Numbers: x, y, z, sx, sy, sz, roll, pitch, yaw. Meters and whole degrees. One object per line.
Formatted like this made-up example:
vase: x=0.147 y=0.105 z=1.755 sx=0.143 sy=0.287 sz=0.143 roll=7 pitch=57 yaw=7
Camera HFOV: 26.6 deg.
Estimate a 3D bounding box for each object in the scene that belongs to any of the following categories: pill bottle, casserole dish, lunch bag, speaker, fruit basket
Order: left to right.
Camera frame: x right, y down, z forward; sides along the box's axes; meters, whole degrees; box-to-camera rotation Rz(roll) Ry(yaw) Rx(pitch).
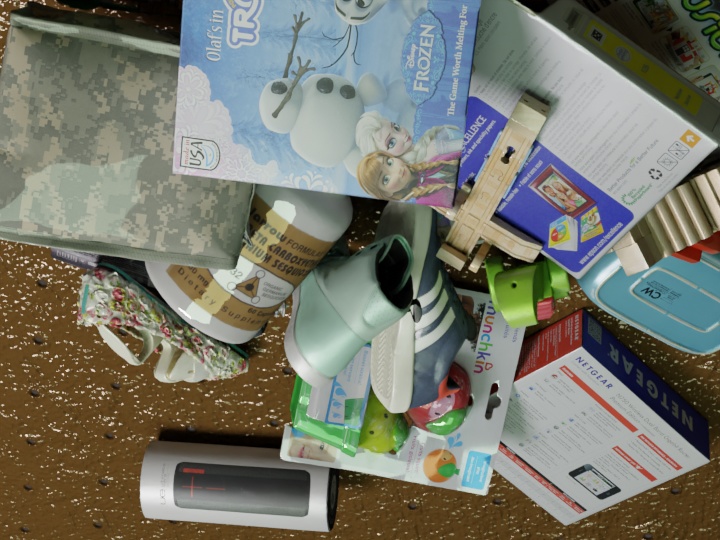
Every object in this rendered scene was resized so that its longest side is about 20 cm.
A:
lunch bag: x=-0.165 y=-0.097 z=1.113 sx=0.197 sy=0.118 sz=0.166 roll=11 pitch=103 yaw=-6
speaker: x=-0.124 y=0.220 z=1.560 sx=0.197 sy=0.082 sz=0.082 roll=4 pitch=135 yaw=7
pill bottle: x=-0.071 y=-0.050 z=1.202 sx=0.114 sy=0.115 sz=0.200 roll=34 pitch=110 yaw=-23
fruit basket: x=0.040 y=0.101 z=1.365 sx=0.197 sy=0.094 sz=0.188 roll=13 pitch=100 yaw=-2
casserole dish: x=0.270 y=0.013 z=1.292 sx=0.198 sy=0.039 sz=0.121 roll=27 pitch=128 yaw=-26

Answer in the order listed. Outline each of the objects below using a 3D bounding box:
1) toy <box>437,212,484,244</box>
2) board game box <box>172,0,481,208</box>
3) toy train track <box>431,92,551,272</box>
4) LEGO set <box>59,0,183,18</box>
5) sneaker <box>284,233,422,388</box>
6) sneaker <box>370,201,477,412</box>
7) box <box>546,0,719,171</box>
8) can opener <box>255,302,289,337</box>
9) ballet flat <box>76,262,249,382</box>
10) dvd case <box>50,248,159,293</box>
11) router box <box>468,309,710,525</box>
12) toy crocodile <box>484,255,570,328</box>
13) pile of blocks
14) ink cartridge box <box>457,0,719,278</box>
toy: x=0.127 y=-0.057 z=1.261 sx=0.197 sy=0.048 sz=0.116 roll=-5 pitch=135 yaw=15
board game box: x=-0.021 y=-0.154 z=1.014 sx=0.196 sy=0.043 sz=0.203 roll=7 pitch=109 yaw=4
toy train track: x=0.093 y=-0.055 z=1.133 sx=0.114 sy=0.033 sz=0.201 roll=30 pitch=144 yaw=4
LEGO set: x=-0.137 y=-0.257 z=1.093 sx=0.197 sy=0.118 sz=0.154 roll=7 pitch=165 yaw=9
sneaker: x=0.000 y=0.000 z=1.248 sx=0.118 sy=0.201 sz=0.074 roll=-37 pitch=118 yaw=22
sneaker: x=0.059 y=0.021 z=1.279 sx=0.083 sy=0.075 sz=0.203 roll=-6 pitch=119 yaw=-21
box: x=0.238 y=-0.166 z=1.142 sx=0.109 sy=0.035 sz=0.200 roll=-25 pitch=126 yaw=30
can opener: x=-0.091 y=-0.021 z=1.325 sx=0.077 sy=0.064 sz=0.201 roll=12 pitch=136 yaw=-1
ballet flat: x=-0.188 y=0.065 z=1.409 sx=0.199 sy=0.065 sz=0.075 roll=36 pitch=156 yaw=-34
dvd case: x=-0.196 y=-0.061 z=1.329 sx=0.147 sy=0.016 sz=0.201 roll=18 pitch=136 yaw=2
router box: x=0.203 y=0.146 z=1.448 sx=0.179 sy=0.049 sz=0.200 roll=-31 pitch=122 yaw=33
toy crocodile: x=0.140 y=0.019 z=1.263 sx=0.067 sy=0.063 sz=0.200 roll=-11 pitch=174 yaw=6
pile of blocks: x=0.276 y=-0.049 z=1.196 sx=0.198 sy=0.082 sz=0.063 roll=-27 pitch=93 yaw=13
ink cartridge box: x=0.134 y=-0.106 z=1.107 sx=0.199 sy=0.047 sz=0.198 roll=37 pitch=144 yaw=-2
